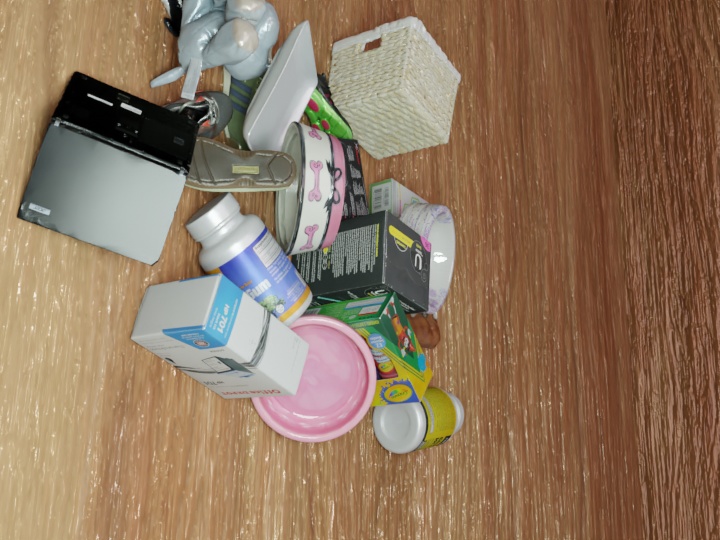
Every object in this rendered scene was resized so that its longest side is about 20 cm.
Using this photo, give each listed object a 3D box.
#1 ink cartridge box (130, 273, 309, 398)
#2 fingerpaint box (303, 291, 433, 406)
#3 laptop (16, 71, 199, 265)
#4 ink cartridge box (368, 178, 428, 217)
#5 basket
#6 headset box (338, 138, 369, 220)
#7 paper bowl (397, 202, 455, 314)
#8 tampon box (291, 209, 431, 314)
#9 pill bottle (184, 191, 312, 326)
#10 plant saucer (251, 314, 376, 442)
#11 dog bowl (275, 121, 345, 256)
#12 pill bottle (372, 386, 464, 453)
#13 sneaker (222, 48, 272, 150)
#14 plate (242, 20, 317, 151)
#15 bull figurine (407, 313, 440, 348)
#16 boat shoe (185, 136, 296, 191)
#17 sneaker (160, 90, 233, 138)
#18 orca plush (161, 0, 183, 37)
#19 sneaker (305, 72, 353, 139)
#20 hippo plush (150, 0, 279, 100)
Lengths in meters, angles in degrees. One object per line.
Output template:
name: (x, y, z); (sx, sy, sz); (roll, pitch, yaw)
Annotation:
ink cartridge box: (-0.188, 0.096, 1.140); (0.200, 0.144, 0.087); (45, 49, -41)
fingerpaint box: (-0.005, 0.138, 1.362); (0.169, 0.196, 0.074); (64, 36, -23)
laptop: (-0.311, -0.133, 1.057); (0.174, 0.104, 0.202); (21, 35, -19)
ink cartridge box: (0.093, -0.099, 1.701); (0.199, 0.058, 0.106); (27, 60, -51)
basket: (0.061, -0.343, 1.594); (0.199, 0.195, 0.164); (37, 54, -46)
headset box: (-0.073, -0.150, 1.445); (0.198, 0.076, 0.153); (-10, 90, -56)
paper bowl: (0.103, -0.025, 1.562); (0.200, 0.102, 0.206); (6, 90, -66)
tampon box: (0.000, 0.000, 1.405); (0.149, 0.196, 0.129); (30, 57, -50)
pill bottle: (-0.167, -0.009, 1.221); (0.202, 0.111, 0.113); (55, 40, -17)
plant saucer: (-0.074, 0.162, 1.286); (0.051, 0.196, 0.204); (-100, 169, -75)
dog bowl: (-0.078, -0.121, 1.270); (0.072, 0.200, 0.205); (3, 76, -16)
pill bottle: (0.118, 0.282, 1.590); (0.198, 0.110, 0.115); (6, 76, -56)
sneaker: (-0.168, -0.275, 1.319); (0.067, 0.088, 0.206); (7, 76, -56)
plate: (-0.125, -0.253, 1.268); (0.200, 0.032, 0.203); (87, 27, -77)
bull figurine: (0.093, 0.102, 1.644); (0.198, 0.064, 0.125); (16, 67, -54)
boat shoe: (-0.192, -0.139, 1.187); (0.195, 0.076, 0.074); (9, 81, -14)
sneaker: (-0.234, -0.220, 1.210); (0.200, 0.080, 0.079); (-40, 115, -53)
orca plush: (-0.253, -0.423, 1.244); (0.105, 0.070, 0.204); (-41, 116, -53)
sneaker: (-0.069, -0.305, 1.493); (0.201, 0.075, 0.085); (52, 46, -38)
hippo plush: (-0.173, -0.329, 1.203); (0.160, 0.157, 0.204); (6, 104, -57)
